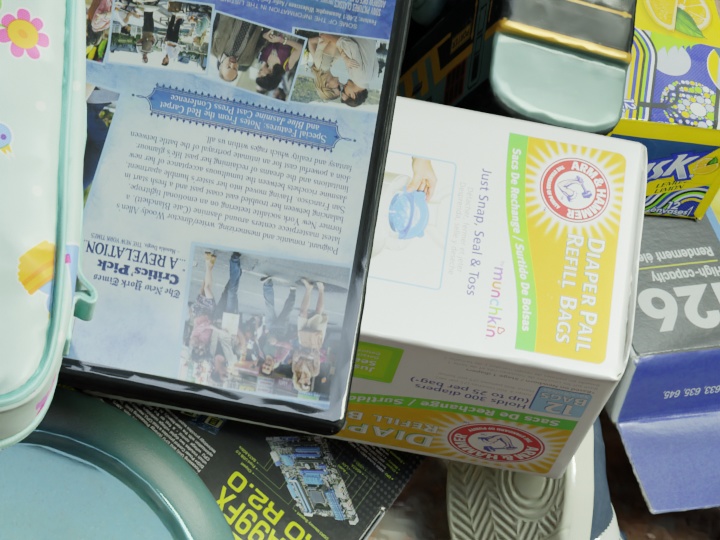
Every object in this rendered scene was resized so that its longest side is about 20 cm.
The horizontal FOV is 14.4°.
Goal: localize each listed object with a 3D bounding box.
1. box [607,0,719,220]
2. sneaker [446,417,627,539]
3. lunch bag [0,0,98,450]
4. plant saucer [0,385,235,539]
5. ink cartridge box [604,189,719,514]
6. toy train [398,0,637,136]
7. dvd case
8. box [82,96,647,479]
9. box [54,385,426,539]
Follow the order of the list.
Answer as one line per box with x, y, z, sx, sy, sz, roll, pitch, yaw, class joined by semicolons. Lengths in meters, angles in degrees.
0.114;-0.122;1.282;0.070;0.064;0.201;5;51;-19;box
0.092;0.129;1.191;0.084;0.075;0.201;0;86;-45;sneaker
-0.167;-0.033;0.965;0.159;0.077;0.201;6;70;-14;lunch bag
-0.134;0.139;1.080;0.199;0.027;0.201;3;78;-16;plant saucer
0.180;0.005;1.278;0.197;0.047;0.201;-5;53;-28;ink cartridge box
0.054;-0.086;1.193;0.085;0.200;0.115;15;70;-17;toy train
-0.061;-0.047;1.038;0.142;0.018;0.201;11;68;-5;dvd case
0.000;0.000;1.102;0.199;0.113;0.102;10;65;-4;box
-0.062;0.030;1.178;0.200;0.044;0.160;41;58;-5;box
